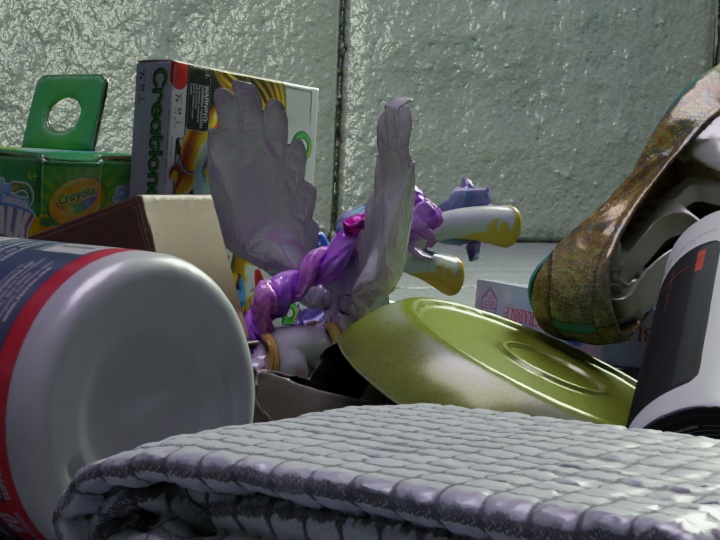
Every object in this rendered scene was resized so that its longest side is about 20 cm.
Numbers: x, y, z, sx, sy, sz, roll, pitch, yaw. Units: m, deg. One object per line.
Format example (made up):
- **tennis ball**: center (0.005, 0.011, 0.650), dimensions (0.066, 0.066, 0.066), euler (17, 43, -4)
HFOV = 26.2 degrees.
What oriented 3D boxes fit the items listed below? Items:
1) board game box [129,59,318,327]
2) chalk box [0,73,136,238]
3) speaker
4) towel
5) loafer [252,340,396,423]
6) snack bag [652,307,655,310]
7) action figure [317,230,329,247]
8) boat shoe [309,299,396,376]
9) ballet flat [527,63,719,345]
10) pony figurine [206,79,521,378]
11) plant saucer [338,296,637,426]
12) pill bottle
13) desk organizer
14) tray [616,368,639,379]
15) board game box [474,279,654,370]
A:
- **board game box**: center (-0.082, -0.015, 0.909), dimensions (0.034, 0.203, 0.126), euler (4, 1, 39)
- **chalk box**: center (-0.182, -0.015, 0.913), dimensions (0.123, 0.203, 0.123), euler (5, 5, 39)
- **speaker**: center (0.158, 0.045, 0.655), dimensions (0.080, 0.082, 0.200), euler (3, 25, 16)
- **towel**: center (0.038, 0.089, 0.421), dimensions (0.198, 0.087, 0.165), euler (3, 2, 35)
- **loafer**: center (0.013, 0.069, 0.758), dimensions (0.198, 0.071, 0.075), euler (-1, 5, -36)
- **snack bag**: center (0.228, -0.042, 0.836), dimensions (0.199, 0.021, 0.189), euler (-40, 13, 11)
- **action figure**: center (-0.016, 0.015, 1.044), dimensions (0.200, 0.052, 0.065), euler (45, -2, -34)
- **boat shoe**: center (0.039, 0.053, 0.973), dimensions (0.066, 0.075, 0.199), euler (3, 3, 40)
- **ballet flat**: center (0.169, -0.034, 0.819), dimensions (0.200, 0.071, 0.070), euler (-46, 26, -21)
- **pony figurine**: center (0.000, 0.000, 0.850), dimensions (0.198, 0.196, 0.166), euler (-1, 9, -42)
- **plant saucer**: center (0.086, 0.058, 0.728), dimensions (0.198, 0.031, 0.200), euler (22, 11, -4)
- **pill bottle**: center (-0.152, 0.047, 0.643), dimensions (0.198, 0.121, 0.119), euler (5, 5, 40)
- **desk organizer**: center (-0.158, 0.029, 0.760), dimensions (0.198, 0.078, 0.072), euler (-18, -5, 25)
- **tray**: center (0.221, 0.083, 1.017), dimensions (0.197, 0.022, 0.107), euler (2, 5, 1)
- **board game box**: center (0.203, 0.042, 1.043), dimensions (0.198, 0.042, 0.199), euler (7, 2, -18)
